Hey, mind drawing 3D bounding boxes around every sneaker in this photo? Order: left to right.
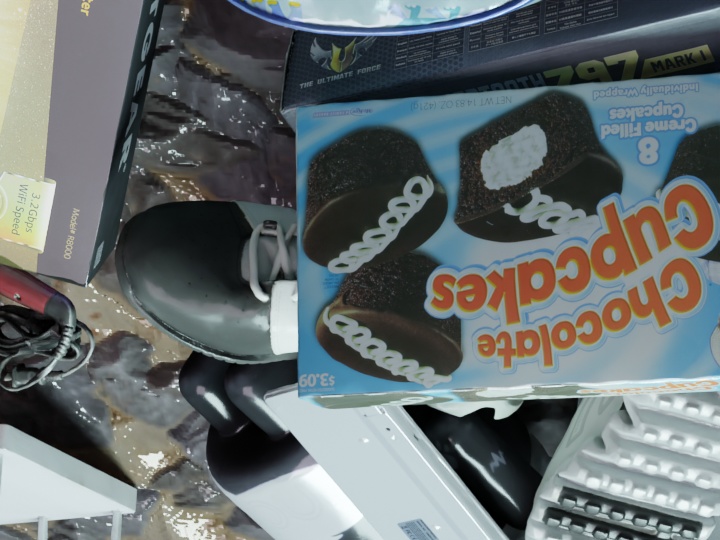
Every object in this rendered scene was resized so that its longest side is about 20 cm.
[{"bbox_3d":[0.000,0.000,0.940,0.198,0.075,0.089,13,149,-20],"label":"sneaker"},{"bbox_3d":[0.126,0.056,0.956,0.075,0.081,0.201,18,130,-8],"label":"sneaker"}]

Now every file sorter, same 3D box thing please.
[{"bbox_3d":[-0.236,0.163,1.168,0.198,0.126,0.139,-7,160,21],"label":"file sorter"}]

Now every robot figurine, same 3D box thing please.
[{"bbox_3d":[0.009,0.086,1.066,0.125,0.151,0.200,-40,115,13],"label":"robot figurine"}]

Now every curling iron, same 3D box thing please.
[{"bbox_3d":[-0.203,-0.009,1.004,0.199,0.026,0.050,32,102,15],"label":"curling iron"}]

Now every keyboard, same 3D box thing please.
[{"bbox_3d":[0.034,0.114,0.994,0.056,0.011,0.200,-12,129,37],"label":"keyboard"}]

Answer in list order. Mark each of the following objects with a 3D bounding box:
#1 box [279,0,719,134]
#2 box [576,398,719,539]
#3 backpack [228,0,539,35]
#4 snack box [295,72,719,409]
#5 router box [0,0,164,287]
[{"bbox_3d":[0.088,-0.057,0.945,0.198,0.051,0.158,-12,141,24],"label":"box"},{"bbox_3d":[0.198,0.115,1.089,0.198,0.044,0.161,9,132,9],"label":"box"},{"bbox_3d":[0.010,-0.182,0.773,0.181,0.147,0.202,3,106,14],"label":"backpack"},{"bbox_3d":[0.074,-0.010,0.866,0.198,0.117,0.037,-4,169,15],"label":"snack box"},{"bbox_3d":[-0.164,-0.110,0.948,0.156,0.052,0.202,15,112,3],"label":"router box"}]
